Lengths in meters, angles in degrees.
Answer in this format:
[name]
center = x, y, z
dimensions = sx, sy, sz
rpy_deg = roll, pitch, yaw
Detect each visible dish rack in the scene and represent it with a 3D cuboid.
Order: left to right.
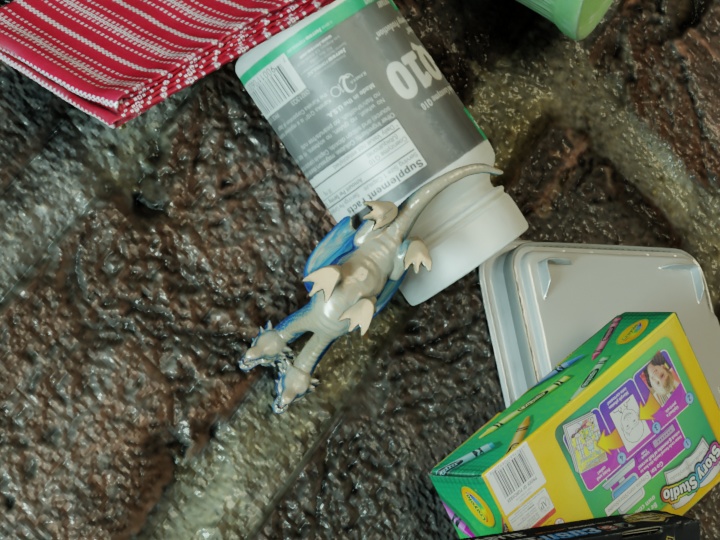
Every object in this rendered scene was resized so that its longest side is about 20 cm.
[dish rack]
center = 0.183, 0.055, 1.754
dimensions = 0.200, 0.044, 0.172
rpy_deg = 2, 67, -36

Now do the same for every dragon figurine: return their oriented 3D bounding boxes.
[dragon figurine]
center = 0.000, 0.000, 1.580
dimensions = 0.059, 0.099, 0.200
rpy_deg = 40, 73, -5

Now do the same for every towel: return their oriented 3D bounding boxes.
[towel]
center = -0.127, -0.167, 1.576
dimensions = 0.144, 0.023, 0.200
rpy_deg = 31, 50, 33

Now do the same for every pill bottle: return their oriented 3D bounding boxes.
[pill bottle]
center = 0.016, -0.085, 1.651
dimensions = 0.113, 0.113, 0.200
rpy_deg = -36, 92, -41

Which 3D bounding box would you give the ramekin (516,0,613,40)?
[ramekin]
center = 0.155, -0.274, 1.789
dimensions = 0.098, 0.200, 0.200
rpy_deg = 26, 50, 10

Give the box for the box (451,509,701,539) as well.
[box]
center = 0.127, 0.259, 1.562
dimensions = 0.198, 0.050, 0.201
rpy_deg = -5, 98, -39

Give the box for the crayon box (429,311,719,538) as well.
[crayon box]
center = 0.150, 0.128, 1.643
dimensions = 0.200, 0.058, 0.119
rpy_deg = -37, 110, -31
